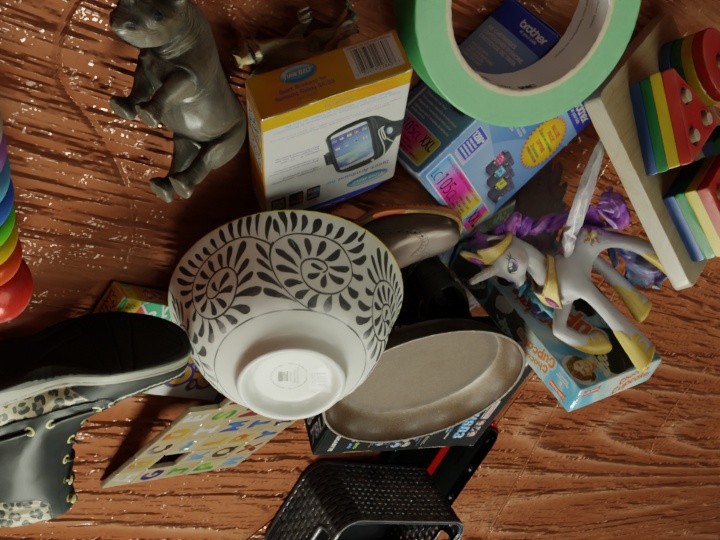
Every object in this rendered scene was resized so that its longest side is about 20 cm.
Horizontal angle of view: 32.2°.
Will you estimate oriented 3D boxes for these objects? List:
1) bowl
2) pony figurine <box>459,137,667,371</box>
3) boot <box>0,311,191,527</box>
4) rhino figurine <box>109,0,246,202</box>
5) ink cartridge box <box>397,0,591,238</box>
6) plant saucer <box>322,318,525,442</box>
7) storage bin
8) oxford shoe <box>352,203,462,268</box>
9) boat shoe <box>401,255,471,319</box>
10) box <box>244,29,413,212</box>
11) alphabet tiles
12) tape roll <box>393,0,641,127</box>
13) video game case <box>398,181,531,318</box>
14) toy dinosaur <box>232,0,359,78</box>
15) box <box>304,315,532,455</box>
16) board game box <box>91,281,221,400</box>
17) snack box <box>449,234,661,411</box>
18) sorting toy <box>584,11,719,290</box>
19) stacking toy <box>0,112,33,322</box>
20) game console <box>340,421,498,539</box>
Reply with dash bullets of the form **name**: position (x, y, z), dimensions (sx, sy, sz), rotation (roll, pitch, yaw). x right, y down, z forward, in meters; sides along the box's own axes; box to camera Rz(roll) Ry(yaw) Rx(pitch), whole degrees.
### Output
- **bowl**: position (-0.058, 0.057, 1.008), dimensions (0.197, 0.095, 0.203), rotation (-3, 136, -3)
- **pony figurine**: position (0.204, -0.025, 1.170), dimensions (0.195, 0.198, 0.166), rotation (-62, -171, -24)
- **boot**: position (-0.232, 0.121, 1.006), dimensions (0.200, 0.074, 0.156), rotation (-12, 131, -15)
- **rhino figurine**: position (-0.130, -0.135, 0.865), dimensions (0.088, 0.059, 0.201), rotation (-50, 150, -24)
- **ink cartridge box**: position (0.125, -0.144, 1.110), dimensions (0.200, 0.076, 0.136), rotation (-45, 147, 1)
- **plant saucer**: position (0.057, 0.100, 1.173), dimensions (0.197, 0.032, 0.201), rotation (-11, 147, -7)
- **storage bin**: position (0.005, 0.305, 1.448), dimensions (0.198, 0.094, 0.136), rotation (12, 120, -41)
- **oxford shoe**: position (0.000, 0.000, 1.088), dimensions (0.197, 0.074, 0.072), rotation (-17, 144, -1)
- **boat shoe**: position (0.080, 0.049, 1.260), dimensions (0.067, 0.057, 0.201), rotation (-37, 146, -7)
- **box**: position (-0.027, -0.103, 0.971), dimensions (0.117, 0.042, 0.200), rotation (-20, 163, -11)
- **alphabet tiles**: position (-0.128, 0.152, 1.174), dimensions (0.166, 0.008, 0.200), rotation (-1, 151, -45)
- **tape roll**: position (0.125, -0.216, 0.979), dimensions (0.197, 0.048, 0.204), rotation (-8, 116, -18)
- **video game case**: position (0.098, 0.001, 1.294), dimensions (0.198, 0.018, 0.144), rotation (-28, 145, -21)
- **toy dinosaur**: position (-0.038, -0.157, 0.960), dimensions (0.100, 0.059, 0.200), rotation (-28, 160, 9)
- **box**: position (0.063, 0.119, 1.278), dimensions (0.195, 0.050, 0.201), rotation (-2, 146, -24)
- **board game box**: position (-0.162, 0.066, 1.094), dimensions (0.199, 0.030, 0.096), rotation (12, 119, -54)
- **snack box**: position (0.191, 0.041, 1.234), dimensions (0.115, 0.201, 0.037), rotation (-15, 144, -34)
- **sorting toy**: position (0.312, -0.123, 1.162), dimensions (0.069, 0.201, 0.200), rotation (-16, -159, 41)
- **stacking toy**: position (-0.260, -0.034, 0.838), dimensions (0.085, 0.086, 0.201), rotation (-29, 151, -18)
- **game console**: position (0.072, 0.254, 1.548), dimensions (0.175, 0.031, 0.202), rotation (8, 121, -43)
